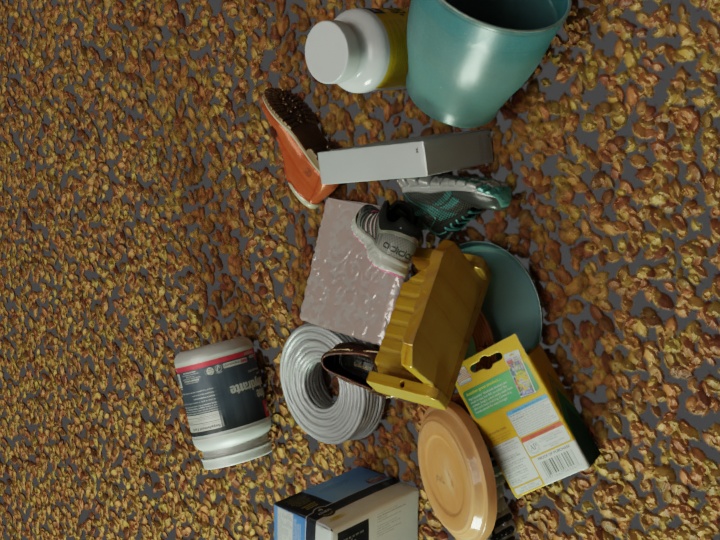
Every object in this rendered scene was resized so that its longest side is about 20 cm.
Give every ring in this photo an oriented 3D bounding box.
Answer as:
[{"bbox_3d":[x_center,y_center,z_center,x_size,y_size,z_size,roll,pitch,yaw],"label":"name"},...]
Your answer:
[{"bbox_3d":[0.113,0.116,1.680,0.199,0.019,0.204,11,106,41],"label":"ring"}]

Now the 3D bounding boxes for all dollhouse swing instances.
[{"bbox_3d":[0.065,0.056,1.550,0.180,0.175,0.202,10,74,41],"label":"dollhouse swing"}]

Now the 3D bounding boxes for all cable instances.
[{"bbox_3d":[-0.044,0.174,1.844,0.200,0.069,0.202,43,125,29],"label":"cable"}]

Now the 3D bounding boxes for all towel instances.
[{"bbox_3d":[0.000,0.000,1.754,0.190,0.032,0.203,14,90,42],"label":"towel"}]

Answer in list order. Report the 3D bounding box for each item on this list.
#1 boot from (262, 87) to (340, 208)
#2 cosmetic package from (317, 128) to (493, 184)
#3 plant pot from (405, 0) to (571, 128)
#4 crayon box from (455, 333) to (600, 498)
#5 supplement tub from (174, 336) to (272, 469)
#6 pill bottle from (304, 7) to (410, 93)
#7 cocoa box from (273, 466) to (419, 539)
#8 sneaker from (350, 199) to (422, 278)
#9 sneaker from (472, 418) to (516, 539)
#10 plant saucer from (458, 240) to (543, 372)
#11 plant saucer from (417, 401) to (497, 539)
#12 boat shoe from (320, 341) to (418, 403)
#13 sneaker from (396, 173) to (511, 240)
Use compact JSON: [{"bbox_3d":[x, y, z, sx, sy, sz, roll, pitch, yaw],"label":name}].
[{"bbox_3d":[-0.104,-0.192,1.825,0.201,0.074,0.108,55,136,19],"label":"boot"},{"bbox_3d":[0.062,-0.157,1.616,0.198,0.150,0.052,0,99,44],"label":"cosmetic package"},{"bbox_3d":[0.145,-0.296,1.492,0.200,0.199,0.189,49,143,25],"label":"plant pot"},{"bbox_3d":[0.220,0.191,1.576,0.125,0.051,0.202,-30,88,33],"label":"crayon box"},{"bbox_3d":[-0.231,0.224,1.984,0.139,0.139,0.203,-15,89,44],"label":"supplement tub"},{"bbox_3d":[0.021,-0.301,1.589,0.111,0.199,0.114,11,107,41],"label":"pill bottle"},{"bbox_3d":[-0.021,0.403,1.780,0.130,0.199,0.135,12,108,41],"label":"cocoa box"},{"bbox_3d":[0.043,-0.061,1.628,0.088,0.073,0.200,-59,18,13],"label":"sneaker"},{"bbox_3d":[0.170,0.303,1.670,0.081,0.074,0.203,7,103,51],"label":"sneaker"},{"bbox_3d":[0.179,0.057,1.636,0.198,0.027,0.203,11,106,41],"label":"plant saucer"},{"bbox_3d":[0.130,0.287,1.644,0.200,0.032,0.203,170,90,-68],"label":"plant saucer"},{"bbox_3d":[0.033,0.152,1.693,0.198,0.070,0.072,10,98,33],"label":"boat shoe"},{"bbox_3d":[0.132,-0.086,1.617,0.199,0.077,0.093,9,103,50],"label":"sneaker"}]
